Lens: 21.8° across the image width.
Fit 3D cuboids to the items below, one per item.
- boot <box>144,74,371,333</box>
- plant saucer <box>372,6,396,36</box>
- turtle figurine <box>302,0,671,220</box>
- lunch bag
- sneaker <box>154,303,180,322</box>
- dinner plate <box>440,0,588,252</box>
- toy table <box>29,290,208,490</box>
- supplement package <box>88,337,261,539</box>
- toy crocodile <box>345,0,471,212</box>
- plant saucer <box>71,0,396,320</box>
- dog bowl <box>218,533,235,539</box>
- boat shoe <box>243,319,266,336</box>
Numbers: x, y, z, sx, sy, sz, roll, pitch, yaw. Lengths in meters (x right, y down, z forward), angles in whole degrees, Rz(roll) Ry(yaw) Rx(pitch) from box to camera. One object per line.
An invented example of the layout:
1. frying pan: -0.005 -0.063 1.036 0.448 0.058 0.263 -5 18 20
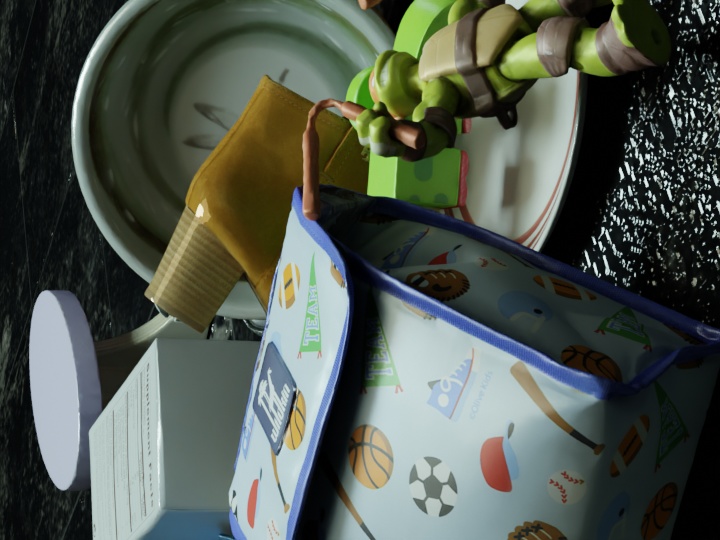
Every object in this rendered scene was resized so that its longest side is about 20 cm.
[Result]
1. boot: -0.001 0.000 0.987 0.144 0.201 0.071 -56 18 2
2. plant saucer: -0.029 -0.079 1.122 0.200 0.032 0.202 15 111 45
3. turtle figurine: 0.058 -0.091 0.819 0.161 0.065 0.200 -17 29 35
4. lunch bag: 0.030 0.072 0.801 0.199 0.124 0.171 28 114 33
5. sneaker: -0.110 -0.060 1.388 0.085 0.077 0.201 -135 57 -77
6. dinner plate: 0.074 -0.087 0.945 0.200 0.024 0.201 -178 90 -69
7. toy table: -0.191 0.094 1.497 0.201 0.116 0.184 -109 30 -43
8. supplement package: -0.107 0.134 1.265 0.200 0.116 0.118 133 136 -59
9. toy crocodile: 0.027 -0.041 0.930 0.067 0.061 0.201 -168 86 -68
10. plant saucer: -0.058 -0.075 1.032 0.050 0.199 0.201 -64 -16 -72
11. dog bowl: -0.069 0.218 1.129 0.200 0.049 0.112 33 -124 -82
12. boat shoe: -0.072 -0.055 1.103 0.072 0.067 0.201 6 106 49
